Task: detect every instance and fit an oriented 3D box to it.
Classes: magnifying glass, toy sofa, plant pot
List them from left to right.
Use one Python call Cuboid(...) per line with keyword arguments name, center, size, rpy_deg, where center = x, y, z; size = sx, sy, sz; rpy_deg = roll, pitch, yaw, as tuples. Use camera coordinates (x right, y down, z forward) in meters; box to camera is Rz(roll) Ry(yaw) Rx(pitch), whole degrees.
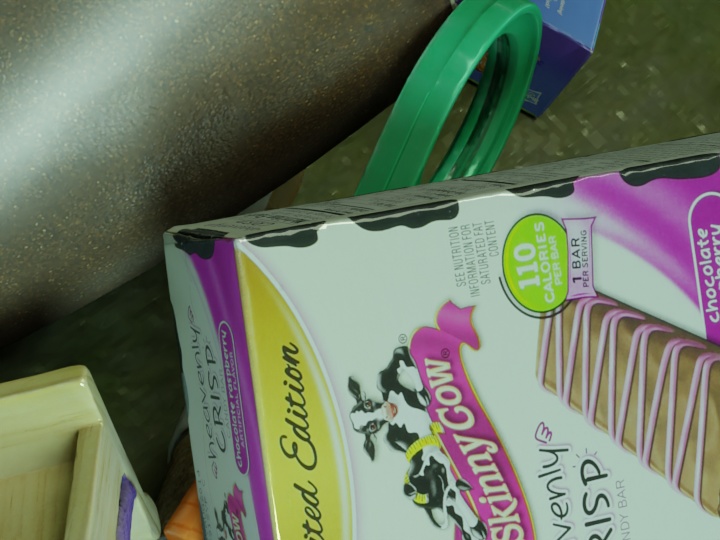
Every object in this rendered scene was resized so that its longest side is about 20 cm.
Cuboid(name="toy sofa", center=(-0.099, 0.125, 0.733), size=(0.201, 0.082, 0.098), rpy_deg=(-91, 163, -56))
Cuboid(name="plant pot", center=(-0.104, -0.065, 0.862), size=(0.187, 0.187, 0.200), rpy_deg=(44, 79, 5))
Cuboid(name="magnifying glass", center=(0.000, 0.000, 0.843), size=(0.022, 0.080, 0.201), rpy_deg=(25, 72, 15))

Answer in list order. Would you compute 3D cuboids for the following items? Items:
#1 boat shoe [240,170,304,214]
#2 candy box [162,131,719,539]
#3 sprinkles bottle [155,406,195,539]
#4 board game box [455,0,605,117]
Cuboid(name="boat shoe", center=(-0.058, -0.106, 1.002), size=(0.069, 0.071, 0.201), rpy_deg=(14, 52, -23))
Cuboid(name="candy box", center=(0.052, 0.040, 0.804), size=(0.199, 0.061, 0.138), rpy_deg=(-11, 97, -23))
Cuboid(name="sprinkles bottle", center=(-0.047, 0.119, 0.841), size=(0.068, 0.068, 0.201), rpy_deg=(29, 47, -10))
Cuboid(name="board game box", center=(0.045, -0.172, 1.135), size=(0.134, 0.045, 0.201), rpy_deg=(29, 47, -11))
